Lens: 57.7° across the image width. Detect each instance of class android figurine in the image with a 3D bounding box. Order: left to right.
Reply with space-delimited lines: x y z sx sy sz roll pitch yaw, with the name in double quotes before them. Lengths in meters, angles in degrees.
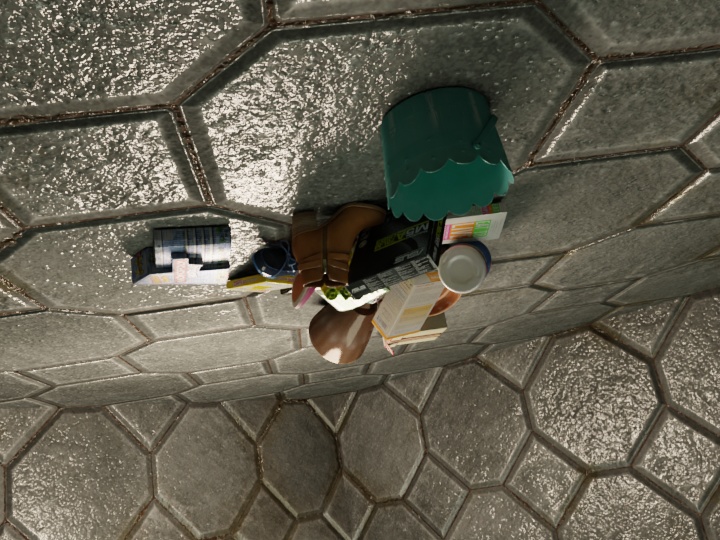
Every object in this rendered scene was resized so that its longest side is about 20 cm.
"android figurine" -0.011 -0.007 1.433 0.182 0.200 0.041 -38 117 2

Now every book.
"book" 0.216 -0.105 1.456 0.198 0.048 0.134 -7 161 1

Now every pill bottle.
"pill bottle" 0.255 -0.018 1.563 0.112 0.113 0.200 -16 -175 20

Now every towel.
"towel" -0.038 0.030 1.628 0.152 0.023 0.200 42 139 -16

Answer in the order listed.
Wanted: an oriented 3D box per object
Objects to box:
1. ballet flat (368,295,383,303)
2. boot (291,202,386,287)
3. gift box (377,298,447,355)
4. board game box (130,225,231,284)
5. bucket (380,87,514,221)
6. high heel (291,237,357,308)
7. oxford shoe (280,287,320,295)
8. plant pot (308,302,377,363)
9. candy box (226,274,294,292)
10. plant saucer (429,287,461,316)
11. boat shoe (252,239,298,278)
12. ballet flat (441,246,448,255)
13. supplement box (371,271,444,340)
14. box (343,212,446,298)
"ballet flat" 0.060 0.019 1.728 0.072 0.072 0.200 -2 153 -23
"boot" -0.035 -0.048 1.290 0.198 0.156 0.077 -6 157 -13
"gift box" 0.138 0.135 1.910 0.185 0.201 0.185 -6 157 -9
"board game box" -0.372 -0.022 1.348 0.198 0.062 0.200 -5 162 -17
"bucket" 0.128 -0.177 1.016 0.206 0.136 0.207 -8 163 -3
"high heel" -0.080 -0.001 1.428 0.096 0.201 0.067 14 -168 -39
"oxford shoe" -0.118 0.029 1.591 0.199 0.073 0.084 -22 133 39
"plant pot" -0.032 0.142 1.906 0.186 0.188 0.200 0 146 -28
"candy box" -0.235 0.030 1.574 0.102 0.027 0.199 4 172 -38
"plant saucer" 0.180 0.042 1.772 0.199 0.038 0.201 -4 130 -5
"boat shoe" -0.164 -0.031 1.442 0.068 0.085 0.200 -26 174 23
"ballet flat" 0.166 -0.036 1.599 0.070 0.066 0.199 -26 157 37
"supplement box" 0.127 0.078 1.694 0.125 0.074 0.201 -7 136 -39
"box" 0.073 -0.050 1.313 0.199 0.194 0.048 -20 122 31
